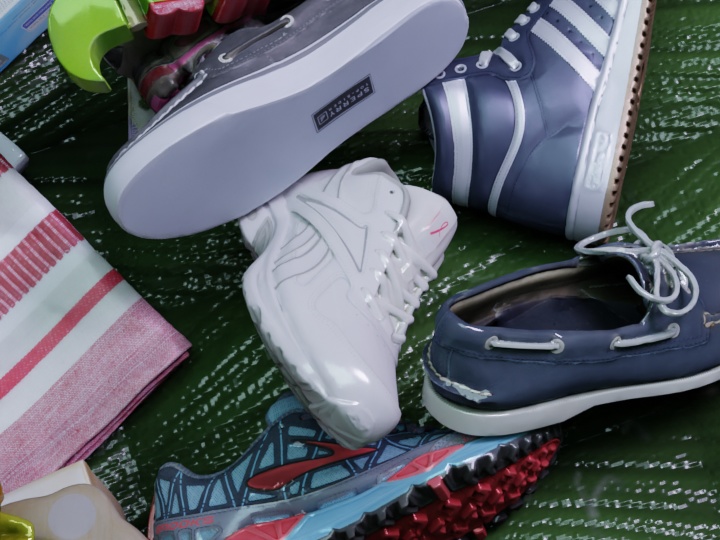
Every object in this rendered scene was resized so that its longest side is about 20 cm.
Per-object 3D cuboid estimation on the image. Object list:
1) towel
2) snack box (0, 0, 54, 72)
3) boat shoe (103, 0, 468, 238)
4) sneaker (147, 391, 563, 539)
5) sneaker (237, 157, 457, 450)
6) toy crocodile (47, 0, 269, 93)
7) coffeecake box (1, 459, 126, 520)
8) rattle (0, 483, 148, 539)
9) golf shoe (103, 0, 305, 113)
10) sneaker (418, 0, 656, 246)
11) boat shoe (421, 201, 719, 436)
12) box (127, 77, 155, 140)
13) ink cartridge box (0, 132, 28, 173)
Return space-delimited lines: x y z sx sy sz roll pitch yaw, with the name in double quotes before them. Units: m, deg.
"towel" -0.201 0.018 0.918 0.200 0.023 0.144 45 76 3
"snack box" -0.220 -0.214 1.038 0.116 0.037 0.200 -40 64 13
"boat shoe" -0.044 -0.089 0.883 0.200 0.070 0.066 -35 54 -15
"sneaker" -0.007 0.089 0.861 0.199 0.079 0.096 -21 61 -2
"sneaker" 0.000 0.000 0.857 0.099 0.078 0.200 -26 34 6
"toy crocodile" -0.056 -0.147 0.882 0.200 0.068 0.062 -24 81 -16
"coffeecake box" -0.182 0.201 0.837 0.199 0.073 0.154 -24 64 -3
"rattle" -0.125 0.162 0.732 0.130 0.143 0.200 -7 55 -15
"golf shoe" -0.055 -0.163 0.962 0.200 0.073 0.092 -37 79 -31
"sneaker" 0.091 -0.115 0.947 0.108 0.070 0.201 10 70 11
"boat shoe" 0.116 0.016 0.854 0.199 0.062 0.075 -13 40 -22
"box" -0.102 -0.124 0.997 0.039 0.041 0.201 -6 63 4
"ink cartridge box" -0.307 -0.046 0.947 0.200 0.043 0.197 40 75 -4
